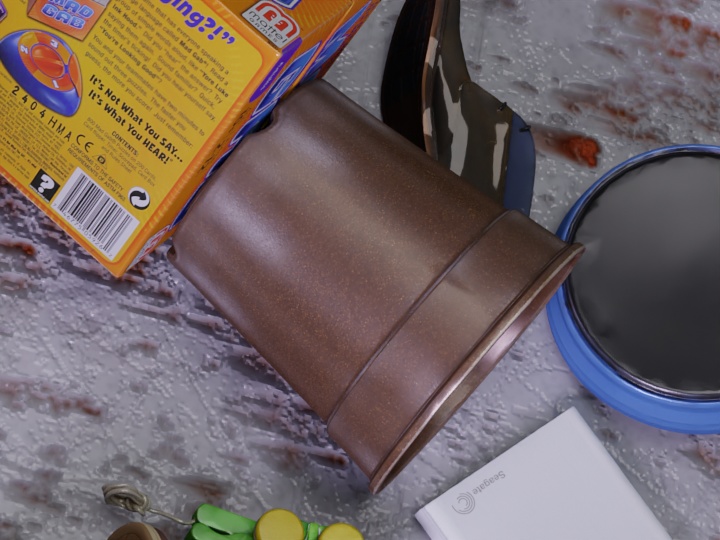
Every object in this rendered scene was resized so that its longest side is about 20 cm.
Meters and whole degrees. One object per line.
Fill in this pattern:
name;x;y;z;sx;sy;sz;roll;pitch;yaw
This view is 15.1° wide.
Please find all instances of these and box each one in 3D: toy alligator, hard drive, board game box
toy alligator;-0.065;0.177;1.659;0.200;0.059;0.054;13;64;-12
hard drive;0.145;0.201;1.734;0.132;0.027;0.200;-31;79;-27
board game box;-0.129;-0.161;1.671;0.200;0.200;0.200;42;35;3

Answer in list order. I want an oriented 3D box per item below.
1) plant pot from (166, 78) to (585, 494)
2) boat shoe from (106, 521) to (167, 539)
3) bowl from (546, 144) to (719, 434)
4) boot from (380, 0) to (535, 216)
plant pot;0.000;0.000;1.686;0.198;0.200;0.200;40;61;7
boat shoe;-0.103;0.247;1.620;0.072;0.072;0.200;4;61;-49
bowl;0.222;0.008;1.804;0.200;0.039;0.201;-1;68;2
boot;0.068;-0.103;1.826;0.097;0.075;0.200;13;73;-22
